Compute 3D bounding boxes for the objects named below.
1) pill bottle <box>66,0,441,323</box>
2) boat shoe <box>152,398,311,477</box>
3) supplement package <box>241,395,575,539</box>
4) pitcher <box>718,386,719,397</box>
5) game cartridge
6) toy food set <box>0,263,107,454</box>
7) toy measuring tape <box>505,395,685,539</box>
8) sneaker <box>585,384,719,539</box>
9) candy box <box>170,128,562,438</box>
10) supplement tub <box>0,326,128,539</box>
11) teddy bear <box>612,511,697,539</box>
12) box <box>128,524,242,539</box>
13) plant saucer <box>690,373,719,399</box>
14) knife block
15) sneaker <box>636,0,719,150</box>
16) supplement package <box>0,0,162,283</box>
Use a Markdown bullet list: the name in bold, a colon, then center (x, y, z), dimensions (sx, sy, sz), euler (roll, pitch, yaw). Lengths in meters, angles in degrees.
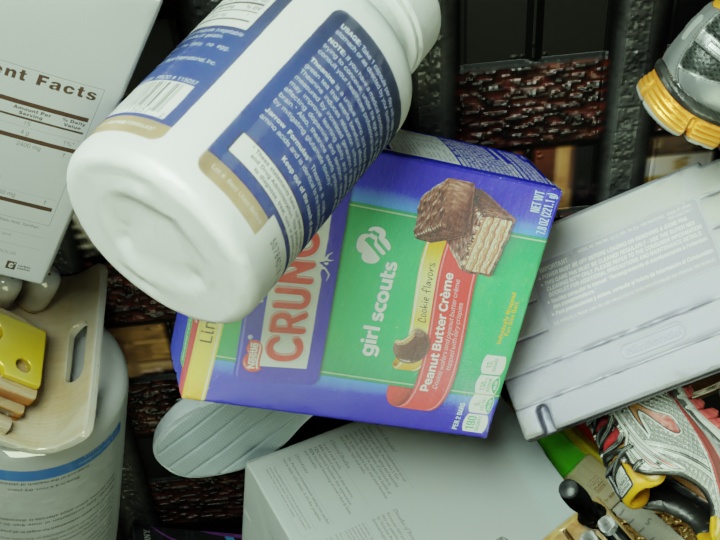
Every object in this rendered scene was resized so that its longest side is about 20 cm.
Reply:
- **pill bottle**: center (-0.043, -0.080, 0.646), dimensions (0.110, 0.200, 0.111), euler (26, 148, 18)
- **boat shoe**: center (-0.064, 0.078, 0.908), dimensions (0.199, 0.062, 0.072), euler (-33, 121, 23)
- **supplement package**: center (0.035, 0.203, 0.940), dimensions (0.199, 0.152, 0.151), euler (-18, 141, -24)
- **pitcher**: center (0.359, 0.081, 0.862), dimensions (0.199, 0.172, 0.121), euler (-32, 145, 6)
- **game cartridge**: center (0.178, 0.016, 0.834), dimensions (0.199, 0.130, 0.038), euler (-23, 161, 16)
- **toy food set**: center (-0.241, 0.011, 0.759), dimensions (0.199, 0.144, 0.060), euler (27, 127, -30)
- **toy measuring tape**: center (0.189, 0.156, 0.989), dimensions (0.200, 0.074, 0.074), euler (39, 125, -3)
- **sneaker**: center (0.186, 0.107, 0.860), dimensions (0.082, 0.200, 0.078), euler (-40, 154, -26)
- **candy box**: center (0.000, 0.000, 0.785), dimensions (0.199, 0.077, 0.170), euler (10, 107, -17)
- **supplement tub**: center (-0.228, 0.131, 0.892), dimensions (0.131, 0.133, 0.201), euler (4, 134, -11)
- **teddy bear**: center (0.253, 0.199, 1.072), dimensions (0.199, 0.067, 0.145), euler (31, 127, -32)
- **box**: center (-0.085, 0.259, 1.037), dimensions (0.198, 0.143, 0.036), euler (7, 106, -16)
- **plant saucer**: center (0.222, 0.039, 0.930), dimensions (0.199, 0.032, 0.201), euler (-5, 136, -4)
- **knife block**: center (0.165, 0.192, 0.851), dimensions (0.199, 0.064, 0.176), euler (-12, 138, -34)
- **sneaker**: center (0.265, -0.100, 0.763), dimensions (0.199, 0.079, 0.078), euler (12, 124, -20)
- **supplement package**: center (-0.185, -0.113, 0.654), dimensions (0.119, 0.122, 0.200), euler (15, 131, -21)
